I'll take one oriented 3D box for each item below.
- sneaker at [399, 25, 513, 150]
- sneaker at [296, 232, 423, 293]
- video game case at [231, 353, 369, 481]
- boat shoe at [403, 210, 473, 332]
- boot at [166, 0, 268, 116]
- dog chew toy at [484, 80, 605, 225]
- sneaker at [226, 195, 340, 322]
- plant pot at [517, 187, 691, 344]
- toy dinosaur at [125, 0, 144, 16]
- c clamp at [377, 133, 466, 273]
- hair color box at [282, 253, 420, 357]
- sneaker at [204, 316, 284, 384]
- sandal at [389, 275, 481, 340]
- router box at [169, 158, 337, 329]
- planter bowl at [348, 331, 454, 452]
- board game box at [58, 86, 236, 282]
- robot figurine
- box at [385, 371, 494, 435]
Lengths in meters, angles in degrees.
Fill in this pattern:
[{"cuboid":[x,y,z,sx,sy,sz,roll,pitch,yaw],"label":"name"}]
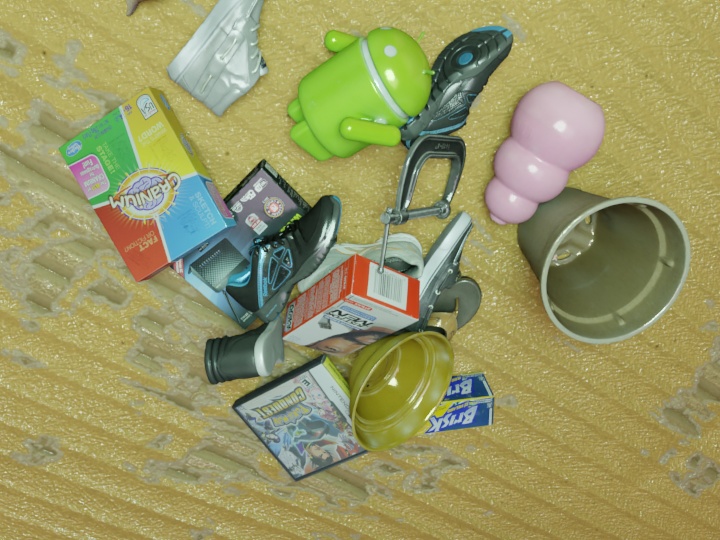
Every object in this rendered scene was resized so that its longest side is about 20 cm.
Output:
[{"cuboid":[0.127,-0.243,0.757,0.200,0.073,0.082,-41,137,9],"label":"sneaker"},{"cuboid":[0.000,0.000,0.821,0.197,0.092,0.077,-17,113,1],"label":"sneaker"},{"cuboid":[-0.084,0.248,0.913,0.199,0.026,0.182,-29,107,23],"label":"video game case"},{"cuboid":[0.117,0.007,0.840,0.056,0.069,0.201,30,102,-3],"label":"boat shoe"},{"cuboid":[-0.148,-0.291,0.702,0.095,0.074,0.200,39,112,-25],"label":"boot"},{"cuboid":[0.242,-0.153,0.773,0.123,0.125,0.201,22,117,-15],"label":"dog chew toy"},{"cuboid":[-0.100,-0.023,0.734,0.081,0.073,0.201,33,105,-18],"label":"sneaker"},{"cuboid":[0.318,-0.030,0.793,0.197,0.184,0.203,-2,113,-5],"label":"plant pot"},{"cuboid":[-0.228,-0.385,0.643,0.134,0.086,0.202,11,117,-18],"label":"toy dinosaur"},{"cuboid":[0.086,-0.102,0.758,0.027,0.199,0.173,22,117,30],"label":"c clamp"},{"cuboid":[-0.018,0.058,0.793,0.110,0.065,0.199,21,149,-25],"label":"hair color box"},{"cuboid":[-0.165,0.111,0.800,0.098,0.200,0.072,-6,93,2],"label":"sneaker"},{"cuboid":[0.113,0.090,0.891,0.199,0.055,0.082,-35,112,9],"label":"sandal"},{"cuboid":[-0.154,-0.034,0.805,0.200,0.062,0.150,-42,112,11],"label":"router box"},{"cuboid":[0.043,0.163,0.842,0.199,0.083,0.203,-21,126,-32],"label":"planter bowl"},{"cuboid":[-0.278,-0.110,0.735,0.152,0.040,0.202,-29,94,10],"label":"board game box"},{"cuboid":[0.002,-0.220,0.701,0.198,0.177,0.115,-25,145,25],"label":"robot figurine"},{"cuboid":[0.120,0.227,0.940,0.197,0.070,0.065,-7,117,-3],"label":"box"}]
